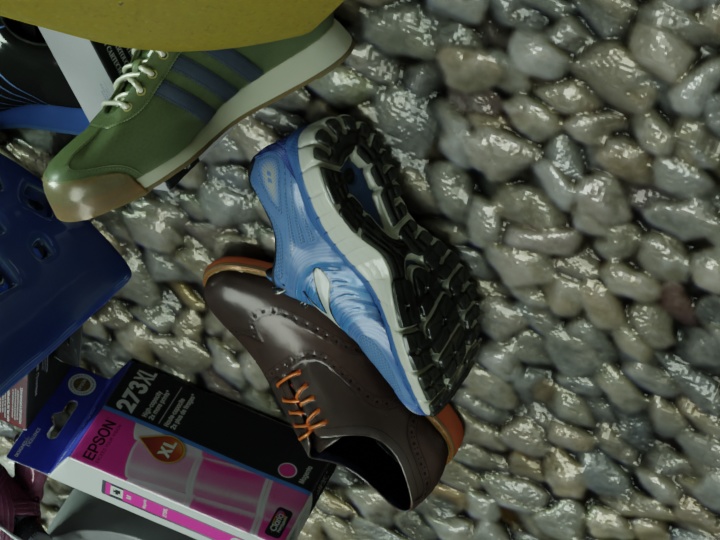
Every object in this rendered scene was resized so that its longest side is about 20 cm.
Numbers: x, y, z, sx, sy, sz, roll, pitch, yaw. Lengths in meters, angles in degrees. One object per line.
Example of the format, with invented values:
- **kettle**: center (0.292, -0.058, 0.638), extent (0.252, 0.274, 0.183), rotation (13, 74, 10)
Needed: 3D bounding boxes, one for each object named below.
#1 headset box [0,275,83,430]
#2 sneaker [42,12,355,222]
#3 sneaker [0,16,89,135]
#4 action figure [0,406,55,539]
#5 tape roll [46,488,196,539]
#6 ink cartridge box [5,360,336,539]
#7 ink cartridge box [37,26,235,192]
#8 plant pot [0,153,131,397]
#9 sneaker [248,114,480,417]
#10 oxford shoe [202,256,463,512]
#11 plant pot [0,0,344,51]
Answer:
- **headset box**: center (-0.268, 0.007, 1.495), extent (0.200, 0.075, 0.149), rotation (22, 137, 9)
- **sneaker**: center (-0.097, -0.113, 1.204), extent (0.067, 0.200, 0.090), rotation (14, 133, 52)
- **sneaker**: center (-0.207, -0.124, 1.346), extent (0.200, 0.070, 0.078), rotation (1, 117, 28)
- **action figure**: center (-0.279, 0.150, 1.574), extent (0.200, 0.134, 0.149), rotation (47, 151, -11)
- **tape roll**: center (-0.138, 0.234, 1.654), extent (0.200, 0.066, 0.200), rotation (15, 136, 15)
- **ink cartridge box**: center (-0.124, 0.120, 1.511), extent (0.200, 0.095, 0.037), rotation (20, 137, 11)
- **ink cartridge box**: center (-0.129, -0.150, 1.244), extent (0.044, 0.094, 0.200), rotation (11, 137, 43)
- **plant pot**: center (-0.288, 0.016, 1.325), extent (0.200, 0.200, 0.180), rotation (-31, 102, 42)
- **sneaker**: center (0.000, 0.000, 1.350), extent (0.089, 0.079, 0.200), rotation (-8, 119, 43)
- **oxford shoe**: center (-0.023, 0.069, 1.421), extent (0.200, 0.073, 0.071), rotation (39, 138, -10)
- **plant pot**: center (-0.074, -0.218, 1.084), extent (0.200, 0.196, 0.194), rotation (21, 142, -28)
